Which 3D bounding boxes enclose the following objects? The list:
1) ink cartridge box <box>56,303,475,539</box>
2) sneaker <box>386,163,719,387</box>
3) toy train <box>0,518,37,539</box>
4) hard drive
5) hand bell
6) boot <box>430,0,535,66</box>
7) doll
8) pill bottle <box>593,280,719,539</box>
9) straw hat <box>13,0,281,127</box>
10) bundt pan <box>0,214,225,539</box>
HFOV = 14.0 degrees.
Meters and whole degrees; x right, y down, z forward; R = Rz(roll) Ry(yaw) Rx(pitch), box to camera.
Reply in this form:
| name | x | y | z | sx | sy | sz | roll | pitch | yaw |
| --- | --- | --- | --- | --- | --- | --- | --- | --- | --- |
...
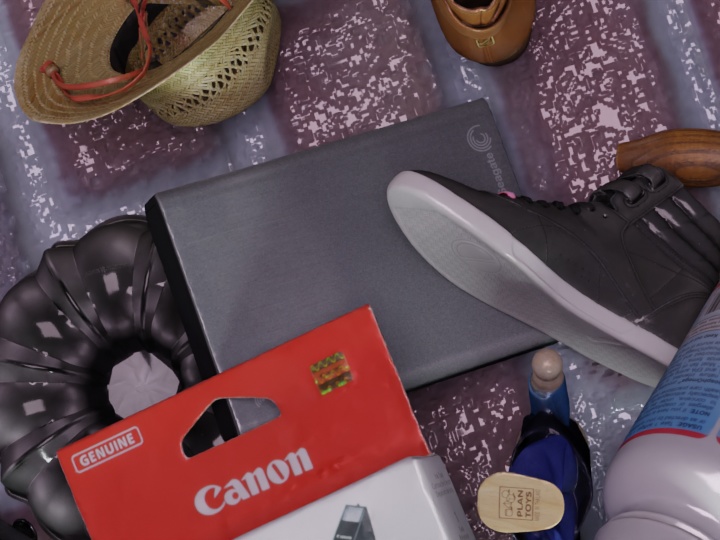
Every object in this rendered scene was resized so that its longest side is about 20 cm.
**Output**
| name | x | y | z | sx | sy | sz | roll | pitch | yaw |
| --- | --- | --- | --- | --- | --- | --- | --- | --- | --- |
| ink cartridge box | -0.050 | 0.135 | 1.490 | 0.200 | 0.044 | 0.174 | -26 | 83 | 18 |
| sneaker | 0.109 | -0.024 | 1.562 | 0.200 | 0.071 | 0.099 | 30 | 70 | -16 |
| toy train | -0.199 | 0.155 | 1.606 | 0.200 | 0.034 | 0.046 | 27 | 125 | 22 |
| hard drive | 0.000 | 0.000 | 1.574 | 0.200 | 0.033 | 0.140 | -17 | 83 | -22 |
| hand bell | 0.236 | -0.059 | 1.577 | 0.200 | 0.104 | 0.104 | 2 | 85 | 21 |
| boot | 0.052 | -0.210 | 1.566 | 0.077 | 0.155 | 0.200 | -4 | 84 | 7 |
| doll | 0.095 | 0.108 | 1.509 | 0.048 | 0.200 | 0.137 | -4 | 99 | 10 |
| pill bottle | 0.190 | 0.096 | 1.487 | 0.109 | 0.109 | 0.200 | 29 | 56 | 9 |
| straw hat | -0.090 | -0.128 | 1.609 | 0.201 | 0.201 | 0.085 | -39 | 122 | 2 |
| bundt pan | -0.120 | 0.063 | 1.603 | 0.201 | 0.076 | 0.202 | -1 | 83 | 7 |
